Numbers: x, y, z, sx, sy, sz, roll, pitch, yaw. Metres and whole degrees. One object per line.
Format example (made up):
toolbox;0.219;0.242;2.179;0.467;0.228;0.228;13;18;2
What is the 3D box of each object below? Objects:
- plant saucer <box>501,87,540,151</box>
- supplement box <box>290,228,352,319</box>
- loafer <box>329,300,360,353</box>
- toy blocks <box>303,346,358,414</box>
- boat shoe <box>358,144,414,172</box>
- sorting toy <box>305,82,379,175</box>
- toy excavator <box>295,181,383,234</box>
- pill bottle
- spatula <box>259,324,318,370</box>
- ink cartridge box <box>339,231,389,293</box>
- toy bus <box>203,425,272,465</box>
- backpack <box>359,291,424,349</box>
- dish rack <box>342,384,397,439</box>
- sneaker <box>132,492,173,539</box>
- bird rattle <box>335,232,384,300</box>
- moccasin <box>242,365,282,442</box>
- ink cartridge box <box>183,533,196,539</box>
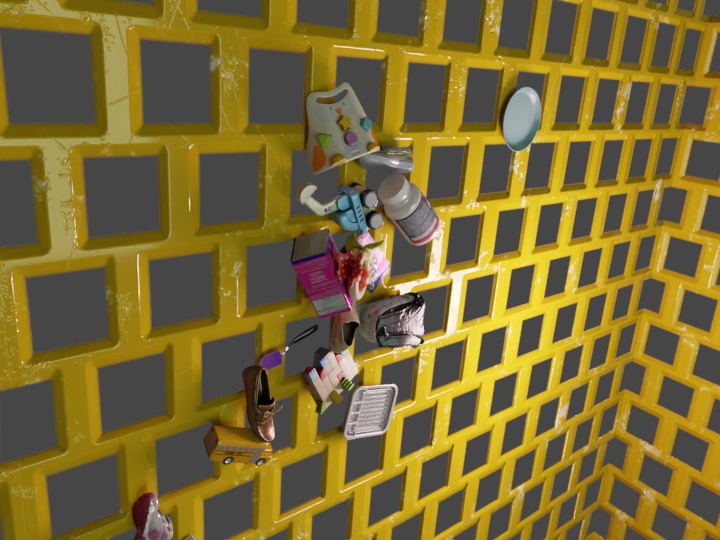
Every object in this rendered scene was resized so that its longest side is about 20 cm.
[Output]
plant saucer;0.525;-0.498;2.012;0.196;0.027;0.206;-17;117;-37
supplement box;-0.096;0.011;1.589;0.100;0.103;0.203;-13;127;12
loafer;-0.032;0.132;1.714;0.075;0.067;0.207;21;74;-44
toy blocks;-0.091;0.282;1.737;0.200;0.098;0.139;-44;122;-33
boat shoe;0.068;-0.309;1.669;0.196;0.071;0.064;0;82;-44
sorting toy;-0.052;-0.361;1.512;0.196;0.106;0.185;-24;99;-19
toy excavator;-0.057;-0.165;1.594;0.197;0.099;0.199;-30;123;-19
pill bottle;0.135;-0.176;1.731;0.121;0.118;0.200;-54;133;-10
spatula;-0.190;0.205;1.659;0.198;0.020;0.058;-37;139;-28
ink cartridge box;0.022;-0.024;1.751;0.095;0.037;0.201;-50;133;-14
toy bus;-0.314;0.459;1.605;0.197;0.065;0.079;19;114;-43
backpack;0.094;0.156;1.820;0.196;0.125;0.173;-12;103;-36
dish rack;0.024;0.436;1.922;0.196;0.043;0.177;6;102;-42
sneaker;-0.509;0.628;1.511;0.086;0.081;0.206;-10;121;-39
bird rattle;0.000;0.000;1.588;0.202;0.109;0.167;-75;165;-55
moccasin;-0.252;0.348;1.593;0.073;0.076;0.209;-14;100;-58
ink cartridge box;-0.483;0.822;1.597;0.198;0.083;0.148;-34;126;-27
